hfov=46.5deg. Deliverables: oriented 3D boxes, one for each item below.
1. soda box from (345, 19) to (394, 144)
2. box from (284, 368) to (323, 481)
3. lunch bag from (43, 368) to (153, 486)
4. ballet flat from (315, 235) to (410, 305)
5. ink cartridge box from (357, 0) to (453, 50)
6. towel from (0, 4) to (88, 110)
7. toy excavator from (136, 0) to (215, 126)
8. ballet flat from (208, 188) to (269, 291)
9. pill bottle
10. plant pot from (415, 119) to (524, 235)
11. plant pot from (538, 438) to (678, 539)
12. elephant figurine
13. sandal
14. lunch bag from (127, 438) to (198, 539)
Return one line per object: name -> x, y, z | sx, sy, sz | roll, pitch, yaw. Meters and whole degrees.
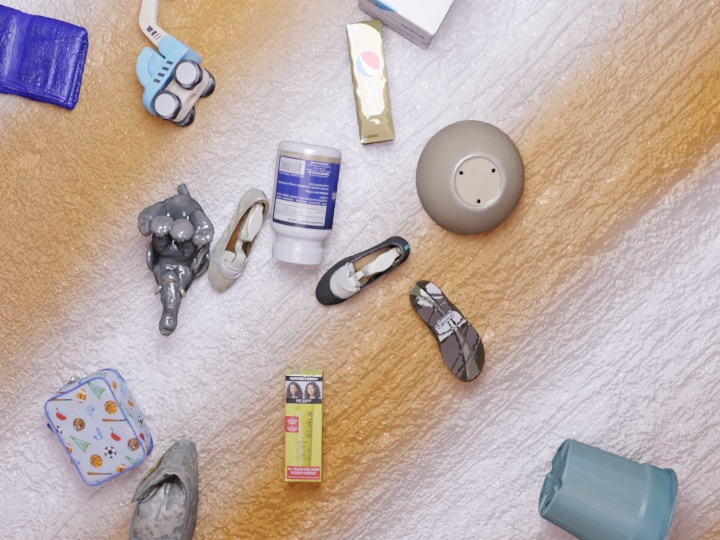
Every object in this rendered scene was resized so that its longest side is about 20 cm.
soda box -> 0.017, -0.324, 1.460 | 0.062, 0.068, 0.205 | -8, 99, 2
box -> -0.105, 0.287, 1.564 | 0.073, 0.050, 0.206 | 2, 99, 0
lunch bag -> -0.491, 0.289, 1.562 | 0.157, 0.076, 0.203 | -25, 98, 7
ballet flat -> 0.000, 0.000, 1.509 | 0.198, 0.068, 0.069 | -34, 97, 6
ink cartridge box -> 0.088, -0.471, 1.369 | 0.145, 0.200, 0.148 | 30, 97, -3
towel -> -0.586, -0.377, 1.475 | 0.195, 0.050, 0.151 | 14, 100, -1
toy excavator -> -0.341, -0.381, 1.453 | 0.199, 0.100, 0.196 | 39, 97, 4
ballet flat -> -0.218, -0.050, 1.502 | 0.066, 0.062, 0.204 | 16, 100, -34
pill bottle -> -0.100, -0.118, 1.470 | 0.113, 0.116, 0.205 | 8, 99, 0
plant pot -> 0.194, -0.156, 1.448 | 0.195, 0.135, 0.206 | 0, 99, 2
plant pot -> 0.435, 0.411, 1.508 | 0.192, 0.200, 0.204 | 23, 99, 5
elephant figurine -> -0.330, -0.019, 1.491 | 0.140, 0.154, 0.204 | 31, 130, 30
sandal -> 0.158, 0.108, 1.534 | 0.081, 0.055, 0.201 | -38, 82, 1
lunch bag -> -0.354, 0.423, 1.532 | 0.115, 0.164, 0.205 | 11, 98, -4
